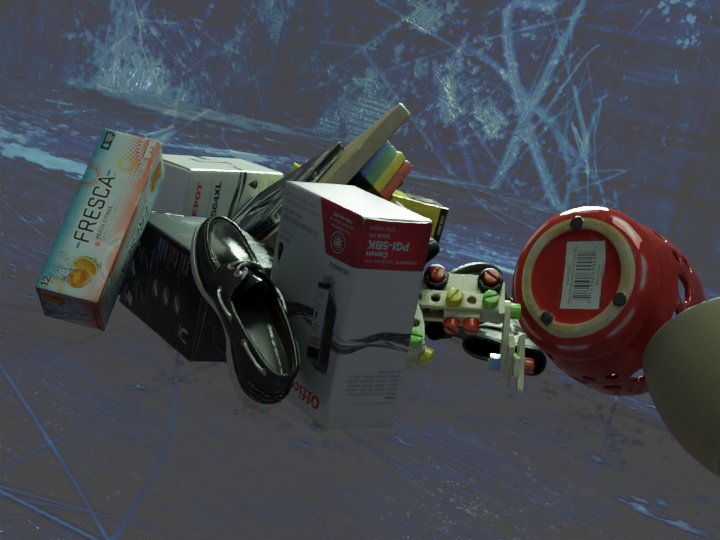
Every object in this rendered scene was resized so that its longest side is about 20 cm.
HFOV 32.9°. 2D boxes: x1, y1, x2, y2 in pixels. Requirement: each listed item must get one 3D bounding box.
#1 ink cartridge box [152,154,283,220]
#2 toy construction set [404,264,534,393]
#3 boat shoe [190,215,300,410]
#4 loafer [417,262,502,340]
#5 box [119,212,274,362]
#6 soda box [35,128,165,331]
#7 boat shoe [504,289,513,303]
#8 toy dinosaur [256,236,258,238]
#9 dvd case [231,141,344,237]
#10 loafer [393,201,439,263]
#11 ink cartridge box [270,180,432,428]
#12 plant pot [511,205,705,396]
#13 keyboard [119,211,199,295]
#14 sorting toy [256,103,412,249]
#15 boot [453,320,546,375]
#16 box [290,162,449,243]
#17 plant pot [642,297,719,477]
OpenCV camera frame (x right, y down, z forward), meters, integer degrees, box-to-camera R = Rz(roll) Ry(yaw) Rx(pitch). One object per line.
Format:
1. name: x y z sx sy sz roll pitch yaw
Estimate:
1. ink cartridge box: -0.199 -0.067 1.560 0.084 0.148 0.199 19 13 29
2. toy construction set: 0.106 0.065 1.360 0.197 0.133 0.092 12 -34 -11
3. boat shoe: -0.105 0.028 1.130 0.073 0.060 0.202 1 58 -31
4. loafer: 0.096 0.051 1.479 0.198 0.072 0.073 -20 -16 -28
5. box: -0.159 0.017 1.291 0.121 0.108 0.199 4 14 -34
6. soda box: -0.263 -0.043 1.251 0.067 0.202 0.064 14 -30 4
7. boat shoe: 0.178 0.047 1.678 0.199 0.065 0.070 24 15 41
8. toy dinosaur: -0.111 0.017 1.478 0.105 0.061 0.202 20 40 -20
9. dvd case: -0.114 -0.071 1.442 0.016 0.149 0.199 49 -38 -13
10. loafer: 0.000 0.000 1.390 0.073 0.199 0.073 58 27 10
11. ink cartridge box: -0.021 0.031 1.154 0.082 0.203 0.146 2 15 -35
12. plant pot: 0.281 0.031 1.424 0.199 0.203 0.182 22 -3 38
13. keyboard: -0.250 -0.014 1.365 0.039 0.105 0.199 34 19 36
14. sorting toy: -0.028 -0.073 1.380 0.070 0.199 0.200 45 -21 -7
15. boot: 0.144 0.070 1.535 0.197 0.069 0.131 15 17 11
16. box: 0.007 -0.085 1.548 0.197 0.051 0.075 13 11 -16
17. plant pot: 0.399 0.139 1.250 0.198 0.201 0.136 11 47 -13
